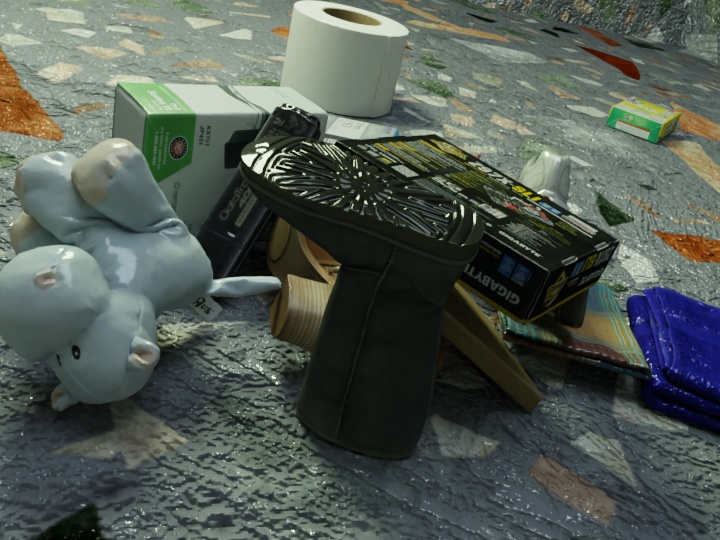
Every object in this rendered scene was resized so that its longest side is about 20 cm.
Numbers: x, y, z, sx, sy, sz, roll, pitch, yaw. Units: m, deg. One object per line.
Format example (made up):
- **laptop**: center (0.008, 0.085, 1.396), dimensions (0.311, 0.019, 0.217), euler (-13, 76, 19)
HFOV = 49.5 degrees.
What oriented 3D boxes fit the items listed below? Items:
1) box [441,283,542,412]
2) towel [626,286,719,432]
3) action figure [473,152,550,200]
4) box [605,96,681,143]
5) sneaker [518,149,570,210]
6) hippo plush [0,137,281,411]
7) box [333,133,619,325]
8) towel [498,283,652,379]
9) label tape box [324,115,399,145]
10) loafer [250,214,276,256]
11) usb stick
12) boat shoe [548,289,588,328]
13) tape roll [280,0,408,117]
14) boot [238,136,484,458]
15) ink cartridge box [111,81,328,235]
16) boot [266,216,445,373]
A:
- **box**: center (0.068, 0.020, 0.672), dimensions (0.200, 0.021, 0.164), euler (42, 12, -35)
- **towel**: center (0.346, 0.086, 0.778), dimensions (0.146, 0.050, 0.200), euler (17, 28, 7)
- **action figure**: center (0.120, -0.080, 0.800), dimensions (0.064, 0.100, 0.200), euler (-3, 0, -18)
- **box**: center (0.618, -0.331, 1.692), dimensions (0.117, 0.049, 0.199), euler (28, 32, 24)
- **sneaker**: center (0.207, -0.085, 0.895), dimensions (0.074, 0.082, 0.200), euler (11, -1, 3)
- **hippo plush**: center (-0.194, 0.025, 0.570), dimensions (0.200, 0.158, 0.162), euler (48, 35, -29)
- **box**: center (0.089, -0.044, 0.625), dimensions (0.199, 0.050, 0.159), euler (35, 26, 24)
- **towel**: center (0.206, 0.042, 0.794), dimensions (0.145, 0.022, 0.200), euler (15, 20, 1)
- **label tape box**: center (0.001, -0.143, 1.002), dimensions (0.198, 0.067, 0.144), euler (10, 26, 6)
- **loafer**: center (-0.057, -0.041, 0.780), dimensions (0.198, 0.064, 0.072), euler (9, -5, -18)
- **usb stick**: center (-0.102, -0.064, 0.715), dimensions (0.055, 0.201, 0.033), euler (26, -14, 14)
- **boat shoe**: center (0.171, 0.005, 0.756), dimensions (0.072, 0.075, 0.200), euler (4, 12, 1)
- **tape roll**: center (-0.028, -0.364, 1.333), dimensions (0.200, 0.140, 0.203), euler (11, 27, -6)
- **boot**: center (-0.016, 0.025, 0.545), dimensions (0.180, 0.201, 0.073), euler (27, 42, 11)
- **ink cartridge box**: center (-0.142, -0.105, 0.787), dimensions (0.198, 0.148, 0.083), euler (-10, 36, -37)
- **boot**: center (0.000, 0.000, 0.697), dimensions (0.154, 0.077, 0.201), euler (17, 39, -22)
